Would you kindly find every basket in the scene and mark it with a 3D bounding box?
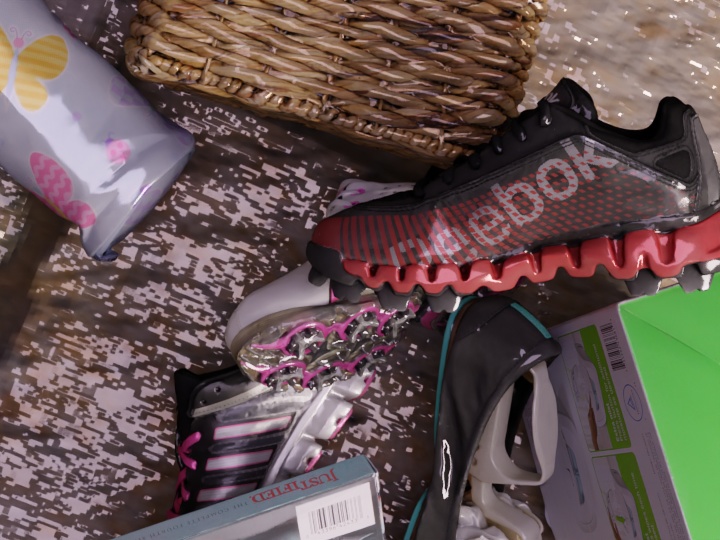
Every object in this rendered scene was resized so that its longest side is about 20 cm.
[{"bbox_3d":[-0.008,-0.144,0.761,0.198,0.143,0.151,14,92,-6],"label":"basket"}]

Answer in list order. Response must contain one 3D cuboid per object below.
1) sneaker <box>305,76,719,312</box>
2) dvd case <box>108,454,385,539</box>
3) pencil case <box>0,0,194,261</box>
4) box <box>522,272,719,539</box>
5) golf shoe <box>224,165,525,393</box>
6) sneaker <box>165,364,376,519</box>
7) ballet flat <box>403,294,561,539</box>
[{"bbox_3d":[0.070,-0.035,0.678,0.198,0.071,0.099,-6,100,9],"label":"sneaker"},{"bbox_3d":[-0.049,0.200,0.774,0.144,0.022,0.202,-17,124,-15],"label":"dvd case"},{"bbox_3d":[-0.176,-0.099,0.764,0.200,0.091,0.083,44,80,-8],"label":"pencil case"},{"bbox_3d":[0.165,0.112,0.763,0.096,0.176,0.202,-16,84,-14],"label":"box"},{"bbox_3d":[0.000,0.000,0.776,0.199,0.073,0.092,-20,65,-42],"label":"golf shoe"},{"bbox_3d":[-0.076,0.096,0.795,0.087,0.074,0.201,37,81,-8],"label":"sneaker"},{"bbox_3d":[0.063,0.111,0.781,0.068,0.068,0.202,23,120,28],"label":"ballet flat"}]
